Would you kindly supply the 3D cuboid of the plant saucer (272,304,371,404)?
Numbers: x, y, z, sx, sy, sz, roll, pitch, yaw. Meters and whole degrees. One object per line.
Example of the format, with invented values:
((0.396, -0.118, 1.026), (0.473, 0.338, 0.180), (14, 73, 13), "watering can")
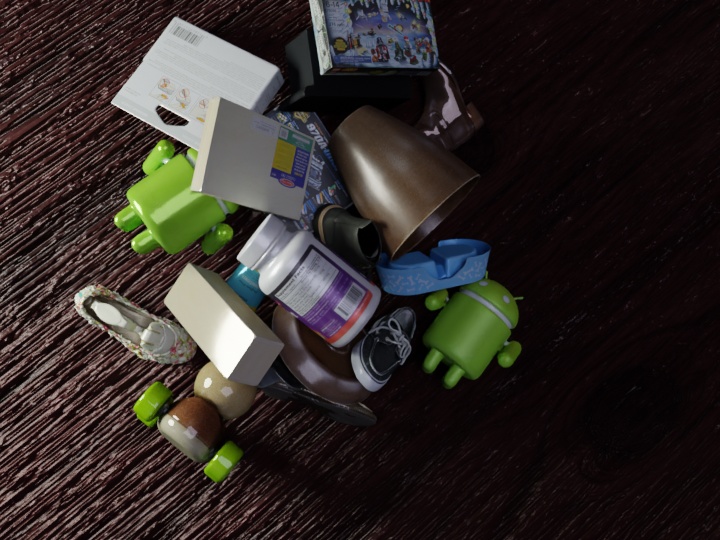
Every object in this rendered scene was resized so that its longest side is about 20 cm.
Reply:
((-0.045, 0.111, 1.090), (0.200, 0.201, 0.032), (40, 121, -11), "plant saucer")

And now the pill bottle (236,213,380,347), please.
((-0.077, 0.012, 1.028), (0.200, 0.111, 0.112), (39, 81, -11), "pill bottle")

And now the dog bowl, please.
((0.121, -0.006, 1.165), (0.199, 0.111, 0.050), (-12, 110, -16), "dog bowl")

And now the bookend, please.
((-0.034, -0.357, 1.106), (0.199, 0.092, 0.200), (-8, 90, -32), "bookend")

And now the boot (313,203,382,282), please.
((0.000, 0.000, 1.097), (0.077, 0.138, 0.201), (-34, 118, -19), "boot")

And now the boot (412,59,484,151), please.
((0.086, -0.247, 1.186), (0.200, 0.064, 0.187), (-43, 97, -6), "boot")

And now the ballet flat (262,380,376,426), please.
((-0.063, 0.205, 1.146), (0.199, 0.067, 0.047), (21, 54, -10), "ballet flat")

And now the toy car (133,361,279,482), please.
((-0.211, 0.189, 1.069), (0.164, 0.158, 0.200), (39, 68, 0), "toy car")

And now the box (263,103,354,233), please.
((-0.107, -0.161, 1.140), (0.159, 0.046, 0.201), (-36, 98, -12), "box")

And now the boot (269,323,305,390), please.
((-0.074, 0.151, 1.097), (0.200, 0.132, 0.070), (37, 116, -5), "boot")

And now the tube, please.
((-0.168, 0.012, 1.108), (0.077, 0.050, 0.200), (36, 104, -6), "tube")

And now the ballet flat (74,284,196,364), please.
((-0.343, 0.089, 1.070), (0.199, 0.064, 0.076), (28, 82, -13), "ballet flat")

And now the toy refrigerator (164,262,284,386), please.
((-0.202, 0.077, 1.036), (0.076, 0.200, 0.070), (-56, 141, 6), "toy refrigerator")

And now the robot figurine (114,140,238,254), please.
((-0.264, -0.105, 1.055), (0.200, 0.116, 0.176), (-37, 93, -10), "robot figurine")

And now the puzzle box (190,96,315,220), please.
((-0.151, -0.157, 1.033), (0.199, 0.025, 0.134), (14, 86, -51), "puzzle box")

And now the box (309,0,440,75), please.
((0.023, -0.368, 1.064), (0.199, 0.040, 0.138), (-10, 90, -31), "box")

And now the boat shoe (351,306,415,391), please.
((0.046, 0.115, 1.099), (0.068, 0.199, 0.074), (-39, 91, 27), "boat shoe")

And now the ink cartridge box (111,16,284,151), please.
((-0.244, -0.270, 1.062), (0.199, 0.044, 0.174), (29, 78, 13), "ink cartridge box")

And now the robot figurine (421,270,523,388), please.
((0.183, 0.099, 1.174), (0.175, 0.116, 0.200), (37, 81, 13), "robot figurine")

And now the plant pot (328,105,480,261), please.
((0.048, -0.150, 1.085), (0.187, 0.187, 0.200), (-42, 83, -11), "plant pot")
